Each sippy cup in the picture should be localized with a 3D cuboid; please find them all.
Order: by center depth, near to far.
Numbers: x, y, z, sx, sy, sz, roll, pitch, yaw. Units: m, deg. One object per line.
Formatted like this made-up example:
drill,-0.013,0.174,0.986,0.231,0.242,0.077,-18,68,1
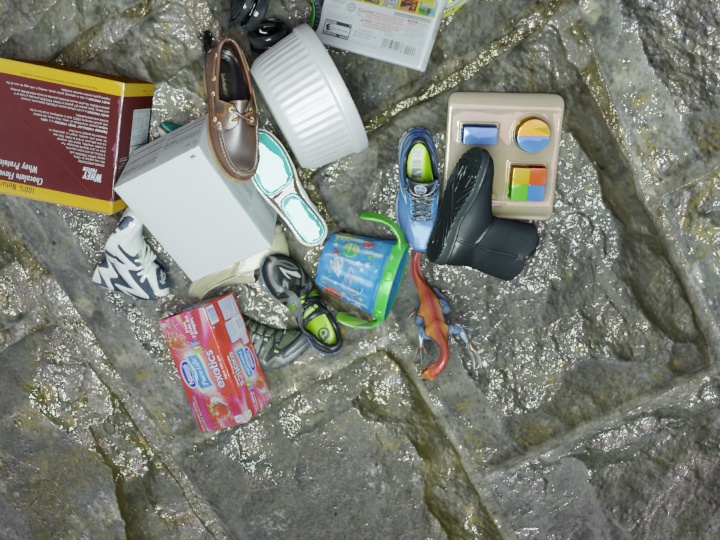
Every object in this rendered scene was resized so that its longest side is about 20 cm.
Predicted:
sippy cup,0.000,0.000,1.103,0.129,0.140,0.179,18,80,8

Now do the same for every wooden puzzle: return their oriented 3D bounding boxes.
wooden puzzle,0.228,-0.182,1.078,0.183,0.046,0.202,2,105,3

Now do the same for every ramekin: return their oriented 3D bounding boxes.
ramekin,-0.079,-0.246,0.990,0.104,0.200,0.201,-29,102,-1

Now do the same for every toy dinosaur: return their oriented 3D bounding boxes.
toy dinosaur,0.107,0.090,1.087,0.104,0.182,0.201,-29,101,10

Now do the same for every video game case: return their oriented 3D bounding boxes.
video game case,0.037,-0.407,0.987,0.199,0.023,0.183,24,104,28

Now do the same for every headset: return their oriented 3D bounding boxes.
headset,-0.157,-0.383,1.025,0.199,0.094,0.124,-27,135,11

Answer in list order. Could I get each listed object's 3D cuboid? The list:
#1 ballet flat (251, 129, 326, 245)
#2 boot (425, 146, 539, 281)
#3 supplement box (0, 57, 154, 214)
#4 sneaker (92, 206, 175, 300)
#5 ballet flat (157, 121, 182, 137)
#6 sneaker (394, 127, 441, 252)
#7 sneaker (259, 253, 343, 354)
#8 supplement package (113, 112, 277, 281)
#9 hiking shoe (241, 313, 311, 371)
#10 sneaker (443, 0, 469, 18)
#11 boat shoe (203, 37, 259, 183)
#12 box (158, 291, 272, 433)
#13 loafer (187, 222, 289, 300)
ballet flat,-0.121,-0.128,1.061,0.069,0.069,0.201,-30,103,10
boot,0.211,-0.084,1.061,0.167,0.077,0.202,9,114,-24
supplement box,-0.452,-0.213,1.061,0.195,0.133,0.202,11,105,0
sneaker,-0.359,-0.016,1.117,0.129,0.080,0.199,27,130,-16
ballet flat,-0.242,-0.179,1.098,0.198,0.069,0.070,20,105,-6
sneaker,0.091,-0.124,1.079,0.078,0.089,0.202,-5,106,5
sneaker,-0.089,0.053,1.104,0.071,0.083,0.200,-38,100,-18
supplement package,-0.248,-0.110,1.046,0.155,0.111,0.201,-21,125,16
hiking shoe,-0.180,0.122,1.165,0.198,0.076,0.101,-18,107,8
sneaker,0.087,-0.395,1.015,0.198,0.076,0.076,-10,88,26
boat shoe,-0.183,-0.229,0.954,0.070,0.070,0.202,-11,83,-32
box,-0.235,0.150,1.103,0.095,0.100,0.202,-17,97,21
loafer,-0.204,-0.002,1.134,0.199,0.076,0.069,-34,95,10
